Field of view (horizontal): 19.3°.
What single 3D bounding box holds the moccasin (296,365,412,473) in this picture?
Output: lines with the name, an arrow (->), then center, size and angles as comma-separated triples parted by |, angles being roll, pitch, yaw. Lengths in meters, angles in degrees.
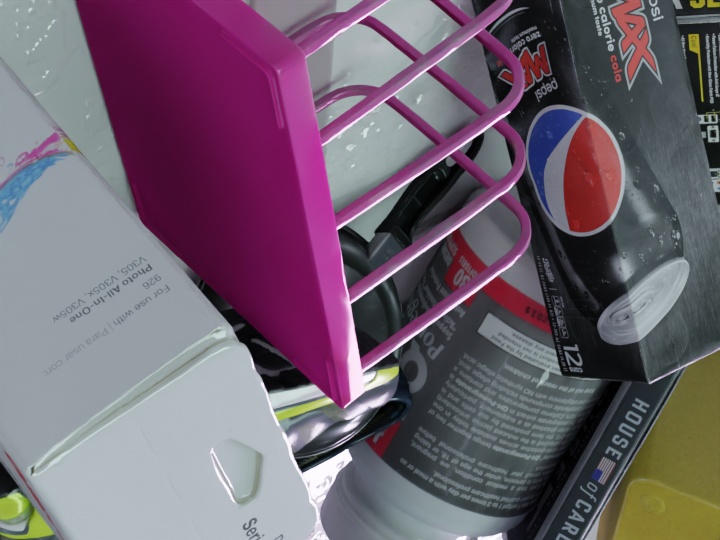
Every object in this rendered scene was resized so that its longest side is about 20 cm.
moccasin -> -0.065, 0.088, 1.013 | 0.200, 0.068, 0.081 | -34, 147, -13

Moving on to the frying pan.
frying pan -> 0.004, 0.017, 1.000 | 0.190, 0.031, 0.115 | -25, 105, -25

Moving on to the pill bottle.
pill bottle -> 0.059, 0.065, 1.090 | 0.110, 0.111, 0.200 | 1, 125, -49

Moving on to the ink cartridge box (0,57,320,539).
ink cartridge box -> -0.112, 0.019, 0.765 | 0.087, 0.200, 0.145 | -37, 147, -12

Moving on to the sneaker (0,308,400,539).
sneaker -> -0.071, 0.077, 0.891 | 0.199, 0.074, 0.081 | -21, 127, -25

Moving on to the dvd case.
dvd case -> 0.120, 0.089, 1.142 | 0.151, 0.025, 0.200 | -62, -179, 7

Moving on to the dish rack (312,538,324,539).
dish rack -> -0.011, 0.176, 1.084 | 0.200, 0.171, 0.044 | 22, 92, -59

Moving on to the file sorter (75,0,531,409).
file sorter -> -0.016, -0.077, 0.830 | 0.125, 0.139, 0.200 | -36, 146, -20

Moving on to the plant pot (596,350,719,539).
plant pot -> 0.232, 0.127, 1.213 | 0.177, 0.199, 0.200 | -56, 161, -45

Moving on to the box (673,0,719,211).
box -> 0.208, -0.081, 1.069 | 0.159, 0.050, 0.200 | -4, 144, 11

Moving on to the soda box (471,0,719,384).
soda box -> 0.112, -0.053, 0.968 | 0.071, 0.063, 0.201 | -22, 103, -33
